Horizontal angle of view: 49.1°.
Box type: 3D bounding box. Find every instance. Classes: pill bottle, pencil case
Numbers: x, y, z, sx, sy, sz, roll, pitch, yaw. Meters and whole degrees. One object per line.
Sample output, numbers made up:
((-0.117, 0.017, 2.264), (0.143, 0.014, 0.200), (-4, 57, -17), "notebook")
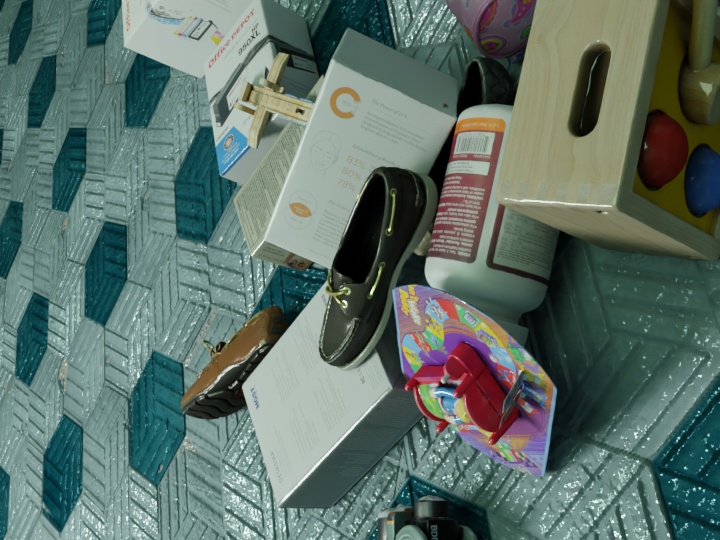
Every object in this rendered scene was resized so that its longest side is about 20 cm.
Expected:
((0.116, -0.030, 0.683), (0.109, 0.108, 0.204), (11, 87, 49), "pill bottle")
((0.115, -0.301, 0.787), (0.087, 0.086, 0.202), (-45, 50, 30), "pencil case")

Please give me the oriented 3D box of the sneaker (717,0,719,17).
((0.252, -0.291, 0.625), (0.081, 0.083, 0.202), (-46, 48, 29), "sneaker")

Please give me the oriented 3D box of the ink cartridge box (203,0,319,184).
((-0.128, -0.232, 1.038), (0.144, 0.083, 0.203), (-38, 53, 35), "ink cartridge box")

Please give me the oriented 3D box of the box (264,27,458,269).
((-0.001, -0.108, 0.775), (0.098, 0.122, 0.202), (-77, 12, -56), "box")

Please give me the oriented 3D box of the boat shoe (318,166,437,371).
((0.000, 0.000, 0.721), (0.072, 0.060, 0.204), (43, 116, 47), "boat shoe")

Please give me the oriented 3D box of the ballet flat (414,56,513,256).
((0.088, -0.112, 0.778), (0.066, 0.056, 0.203), (32, 103, 49), "ballet flat")

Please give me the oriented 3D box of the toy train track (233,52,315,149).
((-0.096, -0.192, 0.898), (0.199, 0.032, 0.117), (29, 101, 50), "toy train track")

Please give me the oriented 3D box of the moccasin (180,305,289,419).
((-0.159, 0.117, 0.983), (0.202, 0.073, 0.079), (-48, 38, 32), "moccasin")

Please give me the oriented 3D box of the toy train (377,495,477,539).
((0.049, 0.304, 0.690), (0.113, 0.084, 0.204), (-26, 60, 52), "toy train")

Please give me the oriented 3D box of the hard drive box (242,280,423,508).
((-0.028, 0.126, 0.827), (0.200, 0.076, 0.157), (-49, 47, 27), "hard drive box")

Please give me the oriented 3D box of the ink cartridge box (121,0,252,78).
((-0.251, -0.425, 1.188), (0.199, 0.143, 0.150), (-33, 55, 38), "ink cartridge box")

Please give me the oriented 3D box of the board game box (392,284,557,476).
((0.077, 0.102, 0.636), (0.157, 0.202, 0.039), (32, 59, 30), "board game box")

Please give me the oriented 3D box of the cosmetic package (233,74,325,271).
((-0.054, -0.108, 0.916), (0.200, 0.086, 0.105), (-47, 46, 30), "cosmetic package")

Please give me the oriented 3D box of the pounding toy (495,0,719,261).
((0.205, -0.126, 0.553), (0.141, 0.182, 0.204), (10, 86, 49), "pounding toy")
